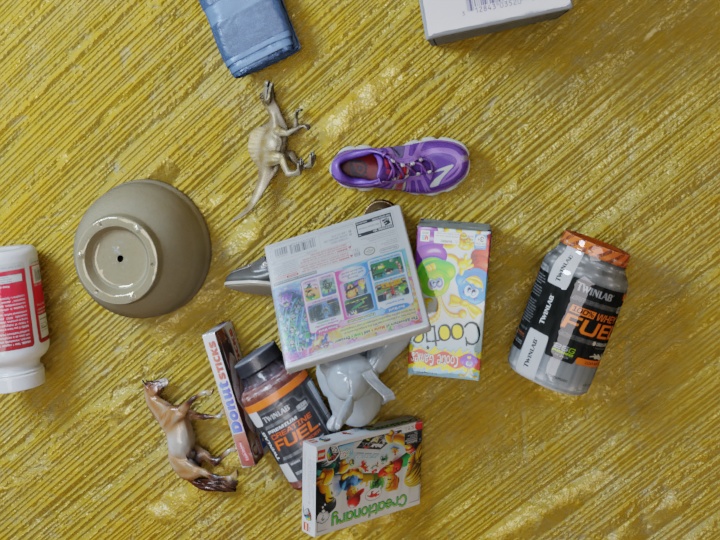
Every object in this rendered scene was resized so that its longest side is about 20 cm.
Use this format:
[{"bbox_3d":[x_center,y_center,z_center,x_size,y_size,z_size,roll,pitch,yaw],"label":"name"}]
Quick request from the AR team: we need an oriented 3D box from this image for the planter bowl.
[{"bbox_3d":[-0.324,-0.023,1.396,0.196,0.135,0.205,1,99,7],"label":"planter bowl"}]

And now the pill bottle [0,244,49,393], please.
[{"bbox_3d":[-0.517,0.070,1.443,0.110,0.112,0.205,-4,98,7],"label":"pill bottle"}]

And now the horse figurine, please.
[{"bbox_3d":[-0.249,0.252,1.468,0.130,0.050,0.204,-11,103,21],"label":"horse figurine"}]

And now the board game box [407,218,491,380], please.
[{"bbox_3d":[0.124,0.038,1.368,0.102,0.103,0.205,4,99,6],"label":"board game box"}]

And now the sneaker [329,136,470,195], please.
[{"bbox_3d":[0.054,-0.138,1.360,0.195,0.083,0.082,-5,99,6],"label":"sneaker"}]

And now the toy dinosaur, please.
[{"bbox_3d":[-0.119,-0.162,1.400,0.099,0.058,0.205,11,92,20],"label":"toy dinosaur"}]

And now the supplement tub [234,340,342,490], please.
[{"bbox_3d":[-0.102,0.205,1.418,0.106,0.107,0.202,-31,94,10],"label":"supplement tub"}]

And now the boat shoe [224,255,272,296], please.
[{"bbox_3d":[-0.103,0.000,1.404,0.196,0.067,0.058,-2,72,25],"label":"boat shoe"}]

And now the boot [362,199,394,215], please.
[{"bbox_3d":[0.000,0.000,1.392,0.072,0.076,0.204,18,101,2],"label":"boot"}]

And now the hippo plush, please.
[{"bbox_3d":[0.005,0.136,1.357,0.157,0.162,0.201,-26,55,-9],"label":"hippo plush"}]

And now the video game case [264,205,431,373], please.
[{"bbox_3d":[-0.020,0.023,1.302,0.196,0.024,0.185,-16,63,7],"label":"video game case"}]

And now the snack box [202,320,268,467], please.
[{"bbox_3d":[-0.181,0.180,1.440,0.024,0.072,0.204,-14,97,14],"label":"snack box"}]

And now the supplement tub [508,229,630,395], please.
[{"bbox_3d":[0.287,0.056,1.343,0.120,0.123,0.204,19,101,3],"label":"supplement tub"}]

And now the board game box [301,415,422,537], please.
[{"bbox_3d":[0.005,0.287,1.391,0.034,0.197,0.129,12,104,50],"label":"board game box"}]

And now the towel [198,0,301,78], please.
[{"bbox_3d":[-0.168,-0.379,1.367,0.110,0.049,0.203,-21,96,9],"label":"towel"}]

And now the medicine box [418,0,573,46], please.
[{"bbox_3d":[0.165,-0.358,1.254,0.178,0.200,0.105,-11,100,8],"label":"medicine box"}]
